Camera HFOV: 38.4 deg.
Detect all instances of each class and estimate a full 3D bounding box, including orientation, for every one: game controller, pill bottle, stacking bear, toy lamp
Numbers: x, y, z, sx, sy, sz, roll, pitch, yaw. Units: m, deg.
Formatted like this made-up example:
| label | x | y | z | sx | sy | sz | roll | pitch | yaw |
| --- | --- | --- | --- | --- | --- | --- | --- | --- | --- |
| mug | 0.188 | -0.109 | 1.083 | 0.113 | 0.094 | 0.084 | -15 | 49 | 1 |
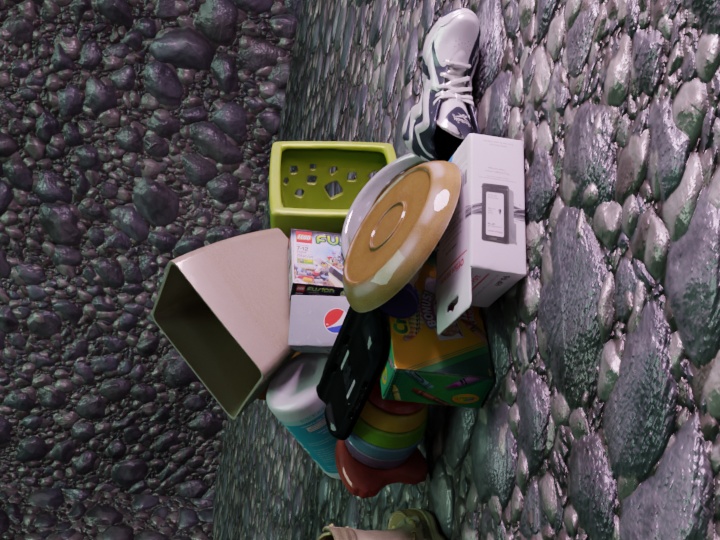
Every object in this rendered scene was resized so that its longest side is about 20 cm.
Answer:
| label | x | y | z | sx | sy | sz | roll | pitch | yaw |
| --- | --- | --- | --- | --- | --- | --- | --- | --- | --- |
| game controller | -0.008 | 0.115 | 1.238 | 0.201 | 0.042 | 0.105 | 112 | 146 | -44 |
| pill bottle | -0.035 | 0.213 | 1.431 | 0.200 | 0.110 | 0.111 | 54 | -169 | -30 |
| stacking bear | 0.039 | 0.168 | 1.290 | 0.114 | 0.121 | 0.201 | 53 | 140 | 40 |
| toy lamp | 0.075 | -0.025 | 1.226 | 0.058 | 0.058 | 0.201 | 110 | -175 | -45 |

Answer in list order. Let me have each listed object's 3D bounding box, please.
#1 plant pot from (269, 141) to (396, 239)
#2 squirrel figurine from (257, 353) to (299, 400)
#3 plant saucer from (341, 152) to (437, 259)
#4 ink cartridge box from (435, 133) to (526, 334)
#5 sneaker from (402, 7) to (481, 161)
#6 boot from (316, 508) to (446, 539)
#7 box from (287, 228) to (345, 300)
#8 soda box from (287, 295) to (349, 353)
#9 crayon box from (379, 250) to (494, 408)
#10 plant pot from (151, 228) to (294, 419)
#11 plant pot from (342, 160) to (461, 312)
| label | x | y | z | sx | sy | sz | roll | pitch | yaw |
| --- | --- | --- | --- | --- | --- | --- | --- | --- | --- |
| plant pot | -0.044 | -0.073 | 1.605 | 0.200 | 0.198 | 0.182 | -95 | 8 | -51 |
| squirrel figurine | -0.059 | 0.150 | 1.702 | 0.187 | 0.142 | 0.200 | -42 | 9 | 25 |
| plant saucer | 0.065 | -0.067 | 1.389 | 0.199 | 0.050 | 0.201 | -27 | 44 | 28 |
| ink cartridge box | 0.133 | -0.035 | 1.151 | 0.116 | 0.067 | 0.202 | 126 | 149 | -66 |
| sneaker | 0.120 | -0.219 | 1.306 | 0.200 | 0.079 | 0.130 | -66 | 30 | 22 |
| boot | 0.018 | 0.337 | 1.265 | 0.200 | 0.154 | 0.073 | -145 | 62 | -76 |
| box | 0.000 | 0.000 | 1.424 | 0.111 | 0.198 | 0.035 | -97 | 16 | -46 |
| soda box | 0.009 | 0.072 | 1.338 | 0.063 | 0.198 | 0.069 | 55 | -143 | -73 |
| crayon box | 0.080 | 0.063 | 1.221 | 0.201 | 0.118 | 0.058 | -96 | 18 | -44 |
| plant pot | -0.157 | 0.057 | 1.475 | 0.200 | 0.177 | 0.200 | 49 | 149 | 8 |
| plant pot | 0.038 | -0.045 | 1.167 | 0.200 | 0.027 | 0.201 | -47 | 21 | 24 |
